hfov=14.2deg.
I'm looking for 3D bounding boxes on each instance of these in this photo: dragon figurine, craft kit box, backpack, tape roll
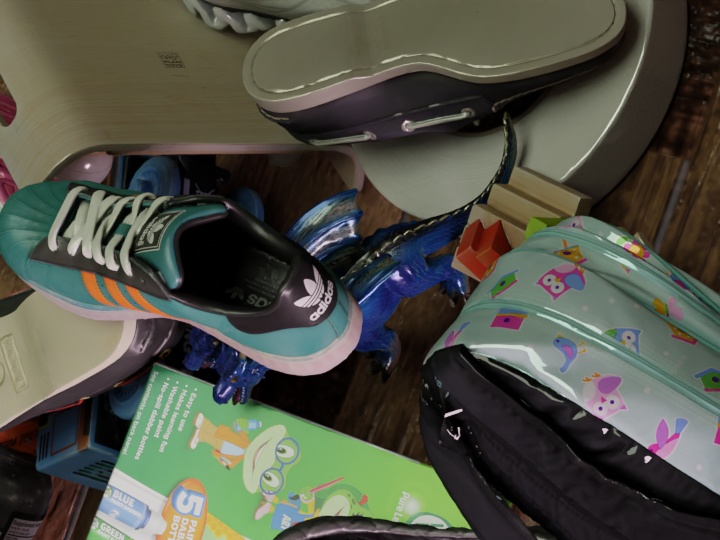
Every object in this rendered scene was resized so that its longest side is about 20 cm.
[{"bbox_3d":[0.000,0.000,1.445,0.200,0.099,0.059,-44,57,20],"label":"dragon figurine"},{"bbox_3d":[-0.049,0.172,1.454,0.197,0.049,0.200,19,86,17],"label":"craft kit box"},{"bbox_3d":[0.124,0.075,1.280,0.200,0.167,0.127,36,57,8],"label":"backpack"},{"bbox_3d":[0.079,-0.115,1.509,0.203,0.037,0.203,-17,63,36],"label":"tape roll"}]

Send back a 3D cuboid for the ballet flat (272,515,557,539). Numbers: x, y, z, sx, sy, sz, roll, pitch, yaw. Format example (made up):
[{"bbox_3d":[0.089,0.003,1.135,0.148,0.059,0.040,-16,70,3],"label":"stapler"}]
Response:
[{"bbox_3d":[0.051,0.152,1.375,0.200,0.057,0.067,2,83,12],"label":"ballet flat"}]

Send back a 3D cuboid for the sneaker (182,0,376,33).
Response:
[{"bbox_3d":[-0.020,-0.157,1.514,0.200,0.081,0.075,7,76,25],"label":"sneaker"}]

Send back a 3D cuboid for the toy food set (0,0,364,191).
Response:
[{"bbox_3d":[-0.111,-0.091,1.556,0.144,0.200,0.060,58,136,39],"label":"toy food set"}]

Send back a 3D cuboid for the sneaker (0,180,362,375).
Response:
[{"bbox_3d":[-0.096,-0.012,1.400,0.200,0.080,0.071,16,68,23],"label":"sneaker"}]

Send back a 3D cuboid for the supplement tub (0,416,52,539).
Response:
[{"bbox_3d":[-0.254,0.153,1.627,0.122,0.122,0.200,30,93,43],"label":"supplement tub"}]

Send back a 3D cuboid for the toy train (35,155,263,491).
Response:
[{"bbox_3d":[-0.117,0.025,1.585,0.114,0.087,0.200,-23,56,46],"label":"toy train"}]

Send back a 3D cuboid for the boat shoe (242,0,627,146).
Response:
[{"bbox_3d":[0.043,-0.105,1.469,0.200,0.063,0.073,-9,55,16],"label":"boat shoe"}]

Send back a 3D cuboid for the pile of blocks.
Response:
[{"bbox_3d":[0.108,0.029,1.384,0.082,0.062,0.200,-51,58,29],"label":"pile of blocks"}]

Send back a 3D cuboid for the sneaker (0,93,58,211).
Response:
[{"bbox_3d":[-0.209,-0.038,1.679,0.088,0.074,0.200,-65,24,14],"label":"sneaker"}]

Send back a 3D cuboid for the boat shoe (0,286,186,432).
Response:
[{"bbox_3d":[-0.178,0.047,1.521,0.201,0.063,0.074,-21,78,33],"label":"boat shoe"}]
